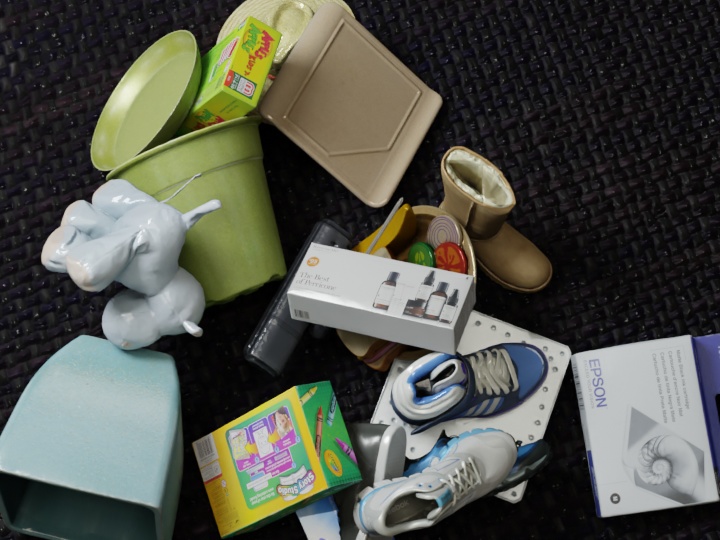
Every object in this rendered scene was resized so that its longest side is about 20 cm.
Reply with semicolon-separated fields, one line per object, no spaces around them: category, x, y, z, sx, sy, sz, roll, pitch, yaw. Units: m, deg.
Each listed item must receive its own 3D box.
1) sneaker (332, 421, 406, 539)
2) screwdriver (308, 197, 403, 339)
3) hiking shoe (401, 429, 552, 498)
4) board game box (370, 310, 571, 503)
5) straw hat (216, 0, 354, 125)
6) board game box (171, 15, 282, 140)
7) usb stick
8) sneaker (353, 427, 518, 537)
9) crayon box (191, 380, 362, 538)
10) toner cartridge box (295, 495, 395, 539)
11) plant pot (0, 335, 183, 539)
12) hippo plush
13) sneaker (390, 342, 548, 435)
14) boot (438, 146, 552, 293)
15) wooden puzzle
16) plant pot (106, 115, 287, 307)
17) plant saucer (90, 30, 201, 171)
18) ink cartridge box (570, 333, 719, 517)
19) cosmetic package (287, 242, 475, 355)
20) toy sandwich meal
sneaker;-0.014;0.264;1.663;0.099;0.071;0.202;13;93;29
screwdriver;0.000;0.000;1.709;0.029;0.028;0.200;41;107;10
hiking shoe;0.123;0.222;1.681;0.198;0.074;0.087;-18;85;-1
board game box;0.130;0.153;1.753;0.199;0.026;0.201;21;77;4
straw hat;-0.091;-0.290;1.830;0.199;0.085;0.203;0;76;-2
board game box;-0.169;-0.220;1.747;0.047;0.200;0.102;27;68;-21
usb stick;-0.073;0.032;1.719;0.055;0.033;0.201;35;71;-17
sneaker;0.093;0.241;1.588;0.199;0.087;0.075;-29;98;-12
crayon box;-0.098;0.217;1.653;0.058;0.199;0.120;-4;70;-47
toner cartridge box;-0.030;0.274;1.710;0.094;0.043;0.201;-25;78;-6
plant pot;-0.291;0.192;1.656;0.195;0.196;0.201;12;60;2
hippo plush;-0.243;-0.005;1.636;0.199;0.162;0.159;-26;35;-9
sneaker;0.131;0.126;1.671;0.198;0.147;0.081;-16;77;-5
boot;0.160;-0.053;1.716;0.174;0.200;0.066;33;77;7
wooden puzzle;-0.012;-0.203;1.797;0.200;0.037;0.186;37;65;-18
plant pot;-0.174;-0.059;1.732;0.199;0.200;0.191;-23;89;-7
plant saucer;-0.255;-0.201;1.773;0.031;0.199;0.201;34;75;-31
ink cartridge box;0.364;0.182;1.731;0.198;0.041;0.201;-9;83;-3
cosmetic package;0.024;0.030;1.644;0.198;0.051;0.083;11;49;17
toy sandwich meal;0.047;0.015;1.723;0.204;0.070;0.207;-11;74;40
